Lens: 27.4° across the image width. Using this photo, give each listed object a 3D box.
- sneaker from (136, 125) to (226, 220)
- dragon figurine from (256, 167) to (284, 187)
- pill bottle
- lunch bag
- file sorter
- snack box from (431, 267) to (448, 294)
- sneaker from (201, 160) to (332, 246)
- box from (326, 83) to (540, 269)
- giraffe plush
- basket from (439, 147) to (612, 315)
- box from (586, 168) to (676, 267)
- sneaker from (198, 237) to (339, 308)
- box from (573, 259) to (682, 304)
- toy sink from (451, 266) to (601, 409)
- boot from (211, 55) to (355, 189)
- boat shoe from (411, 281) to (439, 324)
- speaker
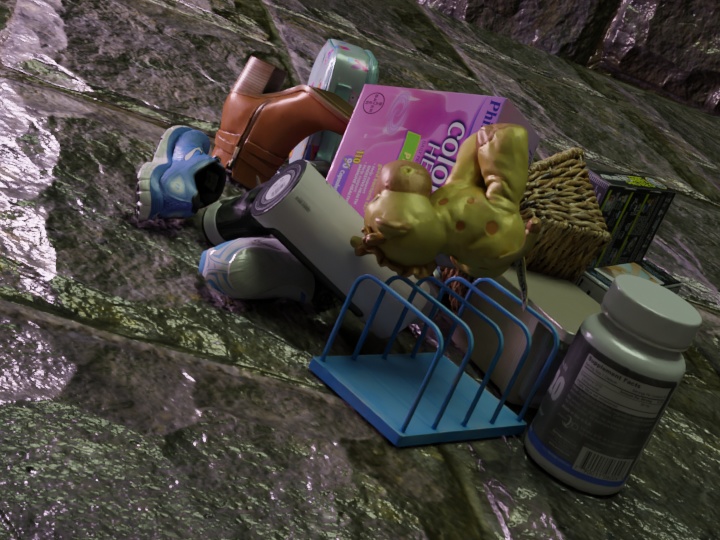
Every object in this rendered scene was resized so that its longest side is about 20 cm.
[{"bbox_3d":[-0.196,-0.106,1.697,0.089,0.079,0.200,9,28,2],"label":"sneaker"},{"bbox_3d":[-0.081,-0.088,1.823,0.200,0.059,0.099,11,21,-44],"label":"dragon figurine"},{"bbox_3d":[0.254,0.113,1.477,0.114,0.200,0.114,21,19,-8],"label":"pill bottle"},{"bbox_3d":[-0.036,-0.199,1.959,0.077,0.200,0.160,14,13,-12],"label":"lunch bag"},{"bbox_3d":[0.080,0.081,1.477,0.200,0.123,0.139,1,29,-47],"label":"file sorter"},{"bbox_3d":[0.088,-0.056,1.874,0.072,0.024,0.200,10,48,-36],"label":"snack box"},{"bbox_3d":[-0.082,-0.079,1.686,0.090,0.067,0.200,-9,14,47],"label":"sneaker"},{"bbox_3d":[0.074,-0.106,1.678,0.200,0.176,0.097,12,-18,35],"label":"box"},{"bbox_3d":[0.075,-0.051,1.463,0.162,0.173,0.200,2,51,-11],"label":"giraffe plush"},{"bbox_3d":[0.178,-0.046,1.758,0.143,0.200,0.149,11,48,-26],"label":"basket"},{"bbox_3d":[0.310,-0.029,1.915,0.160,0.200,0.044,2,29,-46],"label":"box"},{"bbox_3d":[-0.087,-0.001,1.584,0.072,0.072,0.200,20,8,40],"label":"sneaker"},{"bbox_3d":[0.311,0.054,1.830,0.060,0.117,0.200,38,22,26],"label":"box"},{"bbox_3d":[0.209,0.087,1.631,0.130,0.112,0.200,13,17,-30],"label":"toy sink"},{"bbox_3d":[-0.098,-0.166,1.860,0.200,0.155,0.077,28,10,22],"label":"boot"},{"bbox_3d":[0.000,0.000,1.686,0.200,0.072,0.068,19,20,6],"label":"boat shoe"},{"bbox_3d":[-0.018,-0.021,1.540,0.200,0.081,0.081,45,11,-22],"label":"speaker"}]
